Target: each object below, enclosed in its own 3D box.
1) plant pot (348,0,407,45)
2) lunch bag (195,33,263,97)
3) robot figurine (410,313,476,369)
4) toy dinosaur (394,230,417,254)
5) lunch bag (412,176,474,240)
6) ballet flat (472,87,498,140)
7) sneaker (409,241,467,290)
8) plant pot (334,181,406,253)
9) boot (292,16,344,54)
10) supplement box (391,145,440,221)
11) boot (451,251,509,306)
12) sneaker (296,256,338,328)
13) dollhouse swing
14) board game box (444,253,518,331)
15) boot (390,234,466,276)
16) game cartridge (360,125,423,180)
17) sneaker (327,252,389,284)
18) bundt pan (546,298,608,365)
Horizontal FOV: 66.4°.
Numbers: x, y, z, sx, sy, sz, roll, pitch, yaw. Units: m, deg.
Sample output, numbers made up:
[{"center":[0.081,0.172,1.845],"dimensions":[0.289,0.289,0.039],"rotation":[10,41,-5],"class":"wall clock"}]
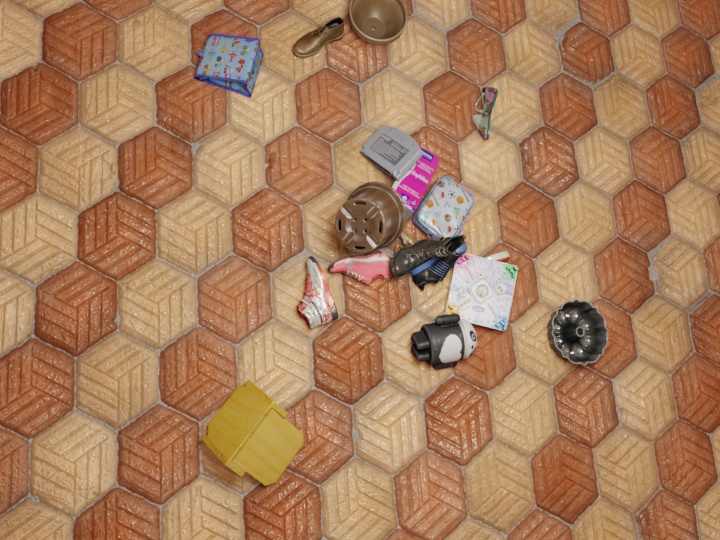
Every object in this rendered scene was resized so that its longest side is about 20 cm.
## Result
[{"center":[0.052,-0.830,1.832],"dimensions":[0.195,0.093,0.207],"rotation":[2,78,-9],"class":"plant pot"},{"center":[-0.420,-0.653,1.718],"dimensions":[0.194,0.094,0.155],"rotation":[14,79,2],"class":"lunch bag"},{"center":[0.251,0.213,1.640],"dimensions":[0.194,0.151,0.128],"rotation":[-8,67,-12],"class":"robot figurine"},{"center":[0.146,-0.093,1.717],"dimensions":[0.199,0.060,0.108],"rotation":[42,69,-23],"class":"toy dinosaur"},{"center":[0.267,-0.184,1.753],"dimensions":[0.159,0.076,0.202],"rotation":[36,74,-4],"class":"lunch bag"},{"center":[0.417,-0.532,1.861],"dimensions":[0.069,0.069,0.205],"rotation":[11,72,11],"class":"ballet flat"},{"center":[0.249,-0.013,1.688],"dimensions":[0.197,0.070,0.079],"rotation":[-29,97,20],"class":"sneaker"},{"center":[0.020,-0.146,1.593],"dimensions":[0.194,0.198,0.207],"rotation":[4,104,15],"class":"plant pot"},{"center":[-0.137,-0.767,1.794],"dimensions":[0.198,0.075,0.075],"rotation":[-34,88,-14],"class":"boot"},{"center":[0.158,-0.276,1.736],"dimensions":[0.099,0.103,0.204],"rotation":[28,73,-2],"class":"supplement box"},{"center":[0.402,0.035,1.737],"dimensions":[0.196,0.072,0.147],"rotation":[-25,84,-6],"class":"boot"},{"center":[-0.148,0.067,1.626],"dimensions":[0.106,0.067,0.206],"rotation":[-21,86,-16],"class":"sneaker"},{"center":[-0.290,0.459,1.537],"dimensions":[0.180,0.177,0.202],"rotation":[26,70,39],"class":"dollhouse swing"},{"center":[0.373,0.063,1.688],"dimensions":[0.194,0.026,0.206],"rotation":[13,85,1],"class":"board game box"},{"center":[0.197,-0.052,1.610],"dimensions":[0.198,0.173,0.070],"rotation":[-36,105,-28],"class":"boot"},{"center":[0.100,-0.373,1.715],"dimensions":[0.133,0.042,0.200],"rotation":[-42,51,-6],"class":"game cartridge"},{"center":[0.000,0.000,1.665],"dimensions":[0.194,0.074,0.089],"rotation":[-8,81,-12],"class":"sneaker"},{"center":[0.679,0.197,1.750],"dimensions":[0.196,0.076,0.208],"rotation":[2,79,-10],"class":"bundt pan"}]
